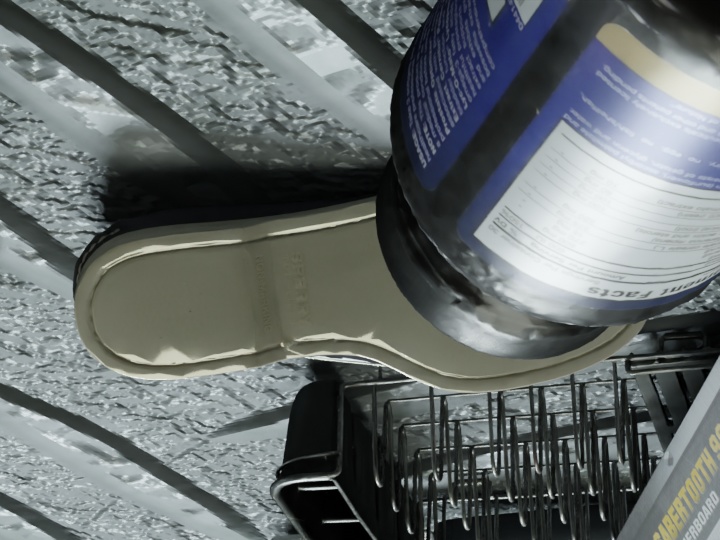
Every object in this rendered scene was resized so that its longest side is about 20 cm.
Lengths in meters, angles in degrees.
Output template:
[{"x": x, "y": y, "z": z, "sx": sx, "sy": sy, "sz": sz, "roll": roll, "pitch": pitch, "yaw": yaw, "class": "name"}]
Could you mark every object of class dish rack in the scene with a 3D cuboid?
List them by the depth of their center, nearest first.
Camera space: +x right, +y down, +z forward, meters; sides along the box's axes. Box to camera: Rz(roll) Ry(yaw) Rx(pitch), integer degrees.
[{"x": 0.076, "y": 0.081, "z": 1.030, "sx": 0.199, "sy": 0.055, "sz": 0.153, "roll": -6, "pitch": 154, "yaw": 13, "class": "dish rack"}]

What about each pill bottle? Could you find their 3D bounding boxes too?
[{"x": 0.073, "y": -0.053, "z": 0.692, "sx": 0.111, "sy": 0.112, "sz": 0.200, "roll": 8, "pitch": 153, "yaw": -15, "class": "pill bottle"}]

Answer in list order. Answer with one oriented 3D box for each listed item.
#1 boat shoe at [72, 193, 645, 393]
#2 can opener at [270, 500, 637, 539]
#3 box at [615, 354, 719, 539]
[{"x": 0.000, "y": 0.000, "z": 0.887, "sx": 0.199, "sy": 0.073, "sz": 0.063, "roll": -2, "pitch": -163, "yaw": -7, "class": "boat shoe"}, {"x": 0.051, "y": 0.128, "z": 1.139, "sx": 0.199, "sy": 0.067, "sz": 0.053, "roll": -5, "pitch": 113, "yaw": 9, "class": "can opener"}, {"x": 0.168, "y": 0.122, "z": 0.935, "sx": 0.048, "sy": 0.159, "sz": 0.200, "roll": -11, "pitch": 143, "yaw": -28, "class": "box"}]
